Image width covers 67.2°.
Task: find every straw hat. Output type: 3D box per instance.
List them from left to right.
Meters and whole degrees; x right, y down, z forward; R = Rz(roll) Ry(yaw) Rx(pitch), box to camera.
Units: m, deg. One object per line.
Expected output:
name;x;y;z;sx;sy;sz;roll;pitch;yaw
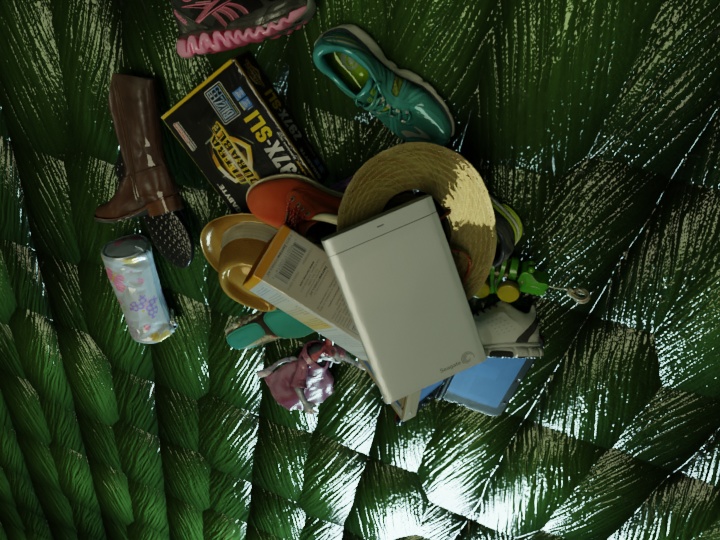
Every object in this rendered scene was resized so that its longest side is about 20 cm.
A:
straw hat;0.062;-0.049;0.656;0.197;0.085;0.205;-1;100;-7

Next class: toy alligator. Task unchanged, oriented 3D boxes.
toy alligator;0.212;0.005;0.737;0.197;0.060;0.055;7;131;17

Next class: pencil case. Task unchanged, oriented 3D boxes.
pencil case;-0.398;0.036;0.982;0.089;0.083;0.203;9;126;22

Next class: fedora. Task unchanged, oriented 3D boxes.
fedora;-0.158;0.001;0.830;0.197;0.083;0.202;4;143;3

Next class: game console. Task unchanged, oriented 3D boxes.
game console;0.165;0.174;0.844;0.118;0.171;0.202;38;133;26

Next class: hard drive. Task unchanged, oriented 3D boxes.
hard drive;0.052;0.034;0.612;0.130;0.027;0.203;-22;102;-3

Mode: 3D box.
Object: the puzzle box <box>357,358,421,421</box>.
puzzle box;0.028;0.112;0.824;0.200;0.025;0.135;49;145;40

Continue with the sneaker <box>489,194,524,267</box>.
sneaker;0.126;-0.082;0.698;0.199;0.081;0.074;34;128;-5

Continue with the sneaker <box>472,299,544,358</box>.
sneaker;0.164;0.080;0.743;0.197;0.082;0.073;4;173;-28

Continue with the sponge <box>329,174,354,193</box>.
sponge;0.042;-0.051;0.784;0.110;0.030;0.202;-16;117;31

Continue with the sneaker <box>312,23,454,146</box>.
sneaker;0.024;-0.208;0.651;0.199;0.080;0.078;36;128;-7

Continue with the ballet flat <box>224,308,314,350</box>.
ballet flat;-0.150;0.084;0.932;0.197;0.064;0.076;-14;119;26

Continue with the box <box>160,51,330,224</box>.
box;-0.161;-0.175;0.767;0.158;0.050;0.201;-23;113;30

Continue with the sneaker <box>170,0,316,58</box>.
sneaker;-0.149;-0.321;0.651;0.197;0.079;0.097;-3;111;21

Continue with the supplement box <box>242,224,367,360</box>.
supplement box;-0.042;0.035;0.684;0.199;0.074;0.126;33;164;-12

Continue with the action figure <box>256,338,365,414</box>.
action figure;-0.082;0.164;0.944;0.149;0.133;0.201;47;141;19

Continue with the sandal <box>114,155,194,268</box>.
sandal;-0.323;-0.101;0.887;0.075;0.048;0.203;-22;100;30

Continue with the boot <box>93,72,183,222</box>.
boot;-0.354;-0.180;0.809;0.184;0.064;0.203;-6;105;25

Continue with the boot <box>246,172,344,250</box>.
boot;-0.075;-0.073;0.700;0.197;0.107;0.076;14;115;16
